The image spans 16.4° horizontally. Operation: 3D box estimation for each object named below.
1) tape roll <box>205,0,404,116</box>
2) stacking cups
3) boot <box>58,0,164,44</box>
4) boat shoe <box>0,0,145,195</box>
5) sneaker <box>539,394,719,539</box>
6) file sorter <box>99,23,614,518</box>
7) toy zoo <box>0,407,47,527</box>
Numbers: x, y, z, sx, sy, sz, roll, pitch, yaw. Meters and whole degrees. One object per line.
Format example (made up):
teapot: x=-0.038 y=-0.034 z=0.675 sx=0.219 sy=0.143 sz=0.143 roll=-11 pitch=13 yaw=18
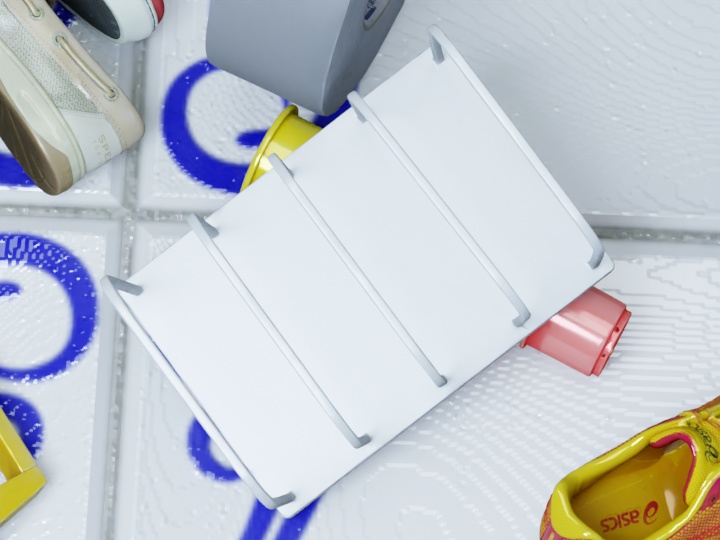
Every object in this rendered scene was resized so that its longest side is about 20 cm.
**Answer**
tape roll: x=-0.004 y=-0.179 z=1.231 sx=0.066 sy=0.200 sz=0.201 roll=25 pitch=66 yaw=5
stacking cups: x=0.040 y=-0.014 z=1.237 sx=0.199 sy=0.061 sz=0.061 roll=26 pitch=67 yaw=7
boot: x=-0.126 y=-0.221 z=1.319 sx=0.144 sy=0.073 sz=0.200 roll=-30 pitch=67 yaw=-17
boat shoe: x=-0.184 y=-0.133 z=1.275 sx=0.065 sy=0.072 sz=0.200 roll=-32 pitch=77 yaw=-18
sneaker: x=0.177 y=0.091 z=1.187 sx=0.199 sy=0.077 sz=0.073 roll=-29 pitch=68 yaw=-17
file sorter: x=0.000 y=0.000 z=1.151 sx=0.200 sy=0.125 sz=0.139 roll=-37 pitch=85 yaw=0
toy zoo: x=-0.235 y=0.072 z=1.170 sx=0.131 sy=0.020 sz=0.201 roll=-27 pitch=78 yaw=-36
